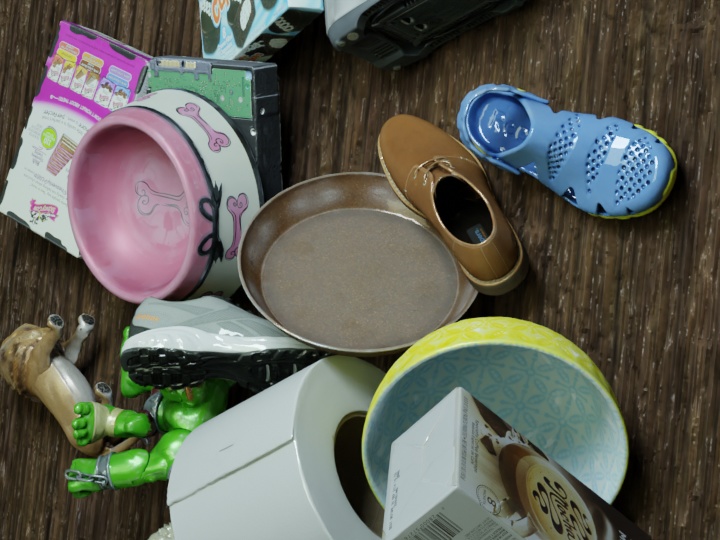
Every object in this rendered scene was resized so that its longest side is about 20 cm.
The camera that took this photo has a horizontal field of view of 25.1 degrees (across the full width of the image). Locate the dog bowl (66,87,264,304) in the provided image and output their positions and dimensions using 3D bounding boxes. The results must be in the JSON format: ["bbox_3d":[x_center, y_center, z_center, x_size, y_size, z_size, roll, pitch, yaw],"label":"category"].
[{"bbox_3d":[-0.180,-0.058,1.427,0.199,0.073,0.202,11,108,38],"label":"dog bowl"}]

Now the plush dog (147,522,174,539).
[{"bbox_3d":[-0.118,0.311,1.369,0.170,0.160,0.202,-2,81,13],"label":"plush dog"}]

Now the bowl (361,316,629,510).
[{"bbox_3d":[0.101,0.108,1.224,0.200,0.200,0.108,-42,20,25],"label":"bowl"}]

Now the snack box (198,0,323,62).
[{"bbox_3d":[-0.092,-0.250,1.424,0.200,0.037,0.117,-28,65,61],"label":"snack box"}]

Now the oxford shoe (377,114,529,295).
[{"bbox_3d":[0.068,-0.071,1.295,0.071,0.071,0.200,-36,50,-1],"label":"oxford shoe"}]

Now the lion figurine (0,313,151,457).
[{"bbox_3d":[-0.276,0.120,1.546,0.201,0.072,0.123,54,126,23],"label":"lion figurine"}]

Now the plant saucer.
[{"bbox_3d":[0.000,0.000,1.305,0.200,0.199,0.035,42,147,32],"label":"plant saucer"}]

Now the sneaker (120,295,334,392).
[{"bbox_3d":[-0.101,0.057,1.373,0.074,0.198,0.080,102,172,-51],"label":"sneaker"}]

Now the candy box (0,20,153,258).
[{"bbox_3d":[-0.264,-0.125,1.574,0.136,0.061,0.202,28,100,36],"label":"candy box"}]

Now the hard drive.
[{"bbox_3d":[-0.130,-0.089,1.449,0.139,0.038,0.202,9,107,39],"label":"hard drive"}]

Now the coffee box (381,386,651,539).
[{"bbox_3d":[0.116,0.192,1.146,0.080,0.200,0.113,-42,21,27],"label":"coffee box"}]

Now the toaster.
[{"bbox_3d":[0.053,-0.263,1.322,0.199,0.113,0.130,-25,68,34],"label":"toaster"}]

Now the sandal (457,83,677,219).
[{"bbox_3d":[0.149,-0.094,1.244,0.199,0.087,0.080,20,94,35],"label":"sandal"}]

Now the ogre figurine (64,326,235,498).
[{"bbox_3d":[-0.174,0.117,1.441,0.119,0.200,0.099,7,124,22],"label":"ogre figurine"}]

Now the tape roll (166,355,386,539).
[{"bbox_3d":[-0.034,0.186,1.273,0.139,0.202,0.204,-30,67,31],"label":"tape roll"}]
